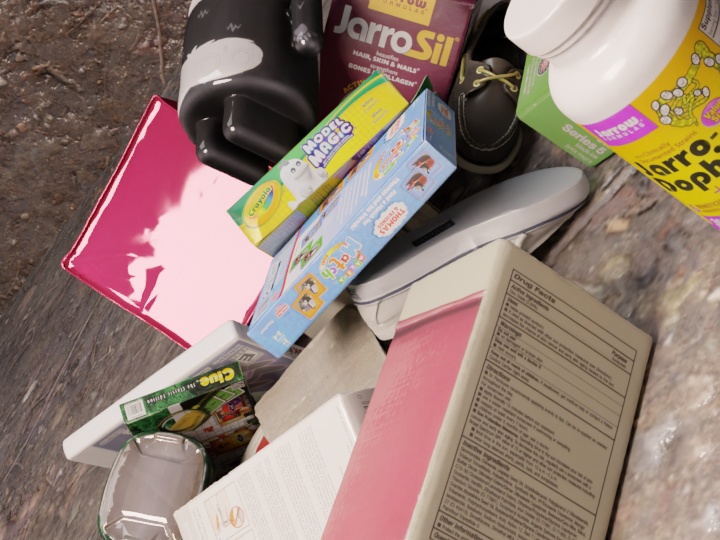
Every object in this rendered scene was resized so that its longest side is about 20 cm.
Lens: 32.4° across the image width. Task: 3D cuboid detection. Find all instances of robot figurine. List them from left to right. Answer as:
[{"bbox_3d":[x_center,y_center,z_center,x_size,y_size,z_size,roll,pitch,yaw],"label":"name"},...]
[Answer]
[{"bbox_3d":[-0.094,-0.176,1.089,0.149,0.125,0.201,-6,58,10],"label":"robot figurine"}]

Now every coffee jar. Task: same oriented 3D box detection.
[{"bbox_3d":[-0.155,0.221,1.057,0.200,0.085,0.105,80,-159,-59],"label":"coffee jar"}]

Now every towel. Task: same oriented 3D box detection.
[{"bbox_3d":[-0.014,0.117,0.953,0.133,0.034,0.200,-49,30,10],"label":"towel"}]

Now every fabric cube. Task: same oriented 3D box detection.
[{"bbox_3d":[-0.143,-0.037,1.252,0.197,0.199,0.199,-59,-11,8],"label":"fabric cube"}]

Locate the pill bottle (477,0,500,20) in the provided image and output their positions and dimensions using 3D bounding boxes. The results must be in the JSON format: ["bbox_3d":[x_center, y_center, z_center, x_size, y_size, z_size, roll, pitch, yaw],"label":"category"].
[{"bbox_3d":[0.098,-0.315,1.327,0.113,0.113,0.200,-58,21,-1],"label":"pill bottle"}]

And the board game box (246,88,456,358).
[{"bbox_3d":[-0.004,-0.040,0.956,0.200,0.037,0.151,-48,12,19],"label":"board game box"}]

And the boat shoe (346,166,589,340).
[{"bbox_3d":[0.093,-0.002,0.950,0.201,0.086,0.075,-29,23,-5],"label":"boat shoe"}]

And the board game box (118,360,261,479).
[{"bbox_3d":[-0.134,0.148,1.082,0.104,0.200,0.024,-19,59,-3],"label":"board game box"}]

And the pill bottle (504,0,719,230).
[{"bbox_3d":[0.180,-0.108,0.711,0.104,0.199,0.104,-48,22,27],"label":"pill bottle"}]

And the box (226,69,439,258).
[{"bbox_3d":[-0.015,-0.093,1.061,0.200,0.048,0.117,-41,-14,3],"label":"box"}]

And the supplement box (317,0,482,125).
[{"bbox_3d":[0.026,-0.183,1.169,0.103,0.130,0.201,-65,-9,-66],"label":"supplement box"}]

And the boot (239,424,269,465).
[{"bbox_3d":[-0.049,0.199,0.999,0.144,0.072,0.201,-24,47,57],"label":"boot"}]

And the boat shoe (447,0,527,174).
[{"bbox_3d":[0.117,-0.168,1.109,0.061,0.071,0.202,99,-177,-45],"label":"boat shoe"}]

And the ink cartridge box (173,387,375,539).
[{"bbox_3d":[-0.034,0.198,0.861,0.200,0.050,0.162,-40,64,36],"label":"ink cartridge box"}]

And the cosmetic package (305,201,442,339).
[{"bbox_3d":[0.000,0.000,1.103,0.104,0.073,0.200,-55,9,-18],"label":"cosmetic package"}]

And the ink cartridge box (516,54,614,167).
[{"bbox_3d":[0.217,-0.192,0.914,0.200,0.084,0.146,-35,30,47],"label":"ink cartridge box"}]

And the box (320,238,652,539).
[{"bbox_3d":[0.077,0.106,0.749,0.109,0.128,0.201,-29,34,54],"label":"box"}]

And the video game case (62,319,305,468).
[{"bbox_3d":[-0.129,0.125,1.091,0.200,0.182,0.023,-36,58,19],"label":"video game case"}]
